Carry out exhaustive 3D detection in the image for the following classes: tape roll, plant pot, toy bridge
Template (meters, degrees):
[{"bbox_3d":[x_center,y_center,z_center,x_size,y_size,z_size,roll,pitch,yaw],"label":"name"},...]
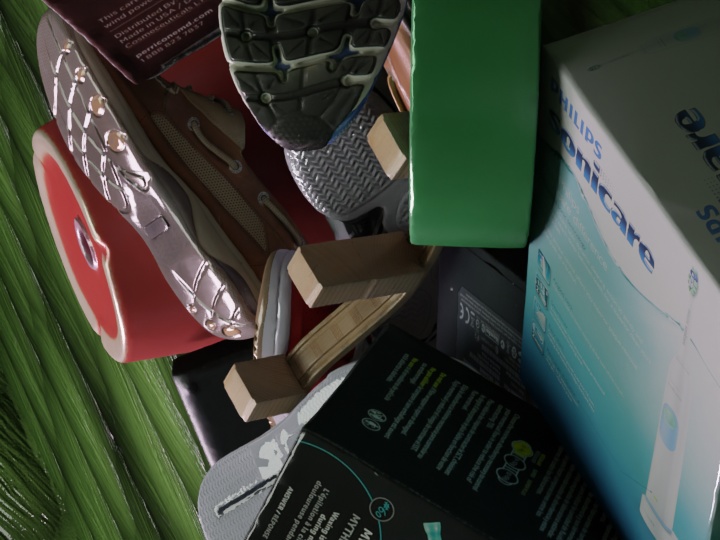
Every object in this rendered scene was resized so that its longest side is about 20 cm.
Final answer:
[{"bbox_3d":[0.044,-0.109,0.915,0.200,0.048,0.201,2,-90,-88],"label":"tape roll"},{"bbox_3d":[-0.082,-0.043,1.352,0.201,0.177,0.201,58,160,35],"label":"plant pot"},{"bbox_3d":[0.000,0.000,1.095,0.027,0.067,0.200,59,139,27],"label":"toy bridge"}]

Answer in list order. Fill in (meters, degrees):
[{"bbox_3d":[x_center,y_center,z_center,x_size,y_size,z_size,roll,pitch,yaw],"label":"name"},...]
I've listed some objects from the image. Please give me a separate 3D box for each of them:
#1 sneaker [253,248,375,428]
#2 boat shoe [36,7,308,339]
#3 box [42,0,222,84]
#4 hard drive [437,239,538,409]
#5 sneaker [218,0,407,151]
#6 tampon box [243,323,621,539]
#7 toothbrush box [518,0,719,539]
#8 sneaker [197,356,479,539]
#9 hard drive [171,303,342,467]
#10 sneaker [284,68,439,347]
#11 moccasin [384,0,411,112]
[{"bbox_3d":[0.010,0.068,1.213,0.200,0.112,0.071,79,-159,-45],"label":"sneaker"},{"bbox_3d":[-0.097,-0.060,1.236,0.200,0.072,0.076,57,152,-10],"label":"boat shoe"},{"bbox_3d":[-0.111,-0.234,1.139,0.200,0.166,0.164,63,-171,24],"label":"box"},{"bbox_3d":[0.073,0.089,1.109,0.140,0.033,0.201,-139,47,-61],"label":"hard drive"},{"bbox_3d":[-0.011,-0.134,0.972,0.089,0.078,0.201,76,-162,-61],"label":"sneaker"},{"bbox_3d":[0.050,0.148,0.992,0.200,0.126,0.150,31,116,5],"label":"tampon box"},{"bbox_3d":[0.130,0.018,0.880,0.200,0.085,0.147,87,158,-50],"label":"toothbrush box"},{"bbox_3d":[0.003,0.086,1.133,0.200,0.071,0.073,-26,75,45],"label":"sneaker"},{"bbox_3d":[-0.006,0.117,1.333,0.033,0.139,0.201,-100,-10,-69],"label":"hard drive"},{"bbox_3d":[0.011,-0.046,1.239,0.115,0.075,0.200,-104,-10,-48],"label":"sneaker"},{"bbox_3d":[0.032,-0.119,1.077,0.202,0.074,0.078,63,156,-12],"label":"moccasin"}]
